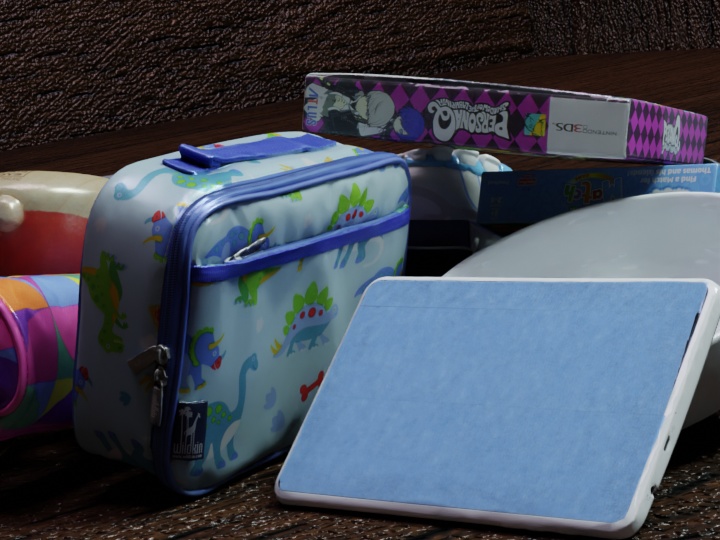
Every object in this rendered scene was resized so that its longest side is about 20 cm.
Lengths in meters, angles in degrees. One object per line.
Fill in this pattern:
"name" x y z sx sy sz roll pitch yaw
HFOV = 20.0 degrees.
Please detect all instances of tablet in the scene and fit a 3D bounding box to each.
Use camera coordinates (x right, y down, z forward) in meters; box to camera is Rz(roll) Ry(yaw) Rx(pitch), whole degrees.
"tablet" 0.059 0.057 0.918 0.199 0.014 0.131 0 53 40

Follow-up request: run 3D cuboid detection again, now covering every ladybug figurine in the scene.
"ladybug figurine" -0.175 -0.012 1.172 0.135 0.073 0.200 -3 -6 12

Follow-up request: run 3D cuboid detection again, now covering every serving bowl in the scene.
"serving bowl" 0.125 0.035 1.009 0.199 0.066 0.200 -17 22 7

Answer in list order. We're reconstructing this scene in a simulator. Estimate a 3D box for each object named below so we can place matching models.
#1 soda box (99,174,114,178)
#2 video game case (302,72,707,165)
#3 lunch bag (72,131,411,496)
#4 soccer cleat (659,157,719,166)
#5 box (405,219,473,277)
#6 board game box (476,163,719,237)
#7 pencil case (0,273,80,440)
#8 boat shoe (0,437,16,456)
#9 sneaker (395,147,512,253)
"soda box" -0.259 -0.049 1.890 0.199 0.069 0.063 -10 10 -22
"video game case" 0.086 -0.083 1.139 0.180 0.036 0.200 6 4 20
"lunch bag" -0.056 0.013 1.026 0.082 0.162 0.199 17 18 31
"soccer cleat" 0.208 -0.039 1.341 0.199 0.081 0.068 -12 34 55
"box" 0.000 0.000 1.224 0.120 0.033 0.200 1 -14 -4
"board game box" 0.184 -0.018 1.207 0.150 0.037 0.200 0 -14 36
"pencil case" -0.143 0.043 1.062 0.088 0.089 0.199 -1 0 33
"boat shoe" -0.211 0.076 1.094 0.067 0.073 0.200 1 20 16
"sneaker" 0.083 -0.020 1.293 0.199 0.087 0.075 10 -24 -24
